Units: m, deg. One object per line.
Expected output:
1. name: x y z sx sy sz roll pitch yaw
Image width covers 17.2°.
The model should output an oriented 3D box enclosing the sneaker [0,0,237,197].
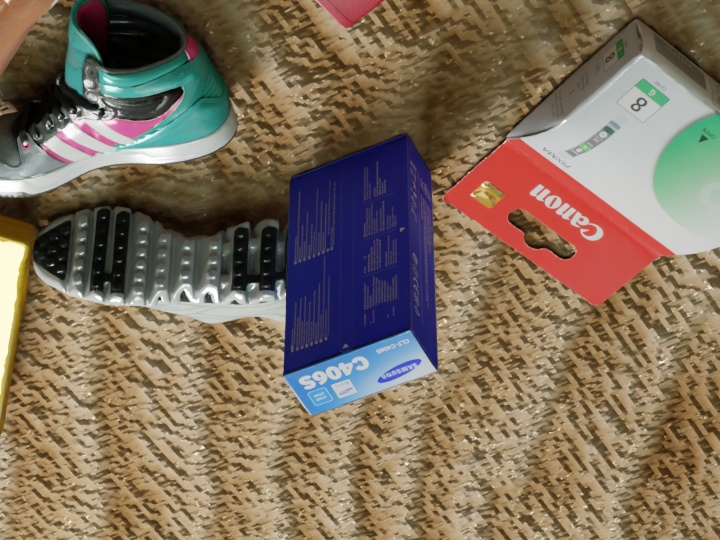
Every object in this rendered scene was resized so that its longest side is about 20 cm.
1. sneaker: -0.188 -0.120 1.568 0.198 0.084 0.121 -12 134 1

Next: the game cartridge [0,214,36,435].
1. game cartridge: -0.330 0.025 1.714 0.175 0.033 0.201 16 127 0

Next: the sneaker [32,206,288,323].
1. sneaker: -0.133 0.005 1.685 0.198 0.076 0.081 6 156 5

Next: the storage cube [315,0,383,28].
1. storage cube: 0.003 -0.284 1.360 0.179 0.201 0.171 -36 121 20

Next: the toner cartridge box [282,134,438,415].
1. toner cartridge box: 0.000 0.000 1.591 0.094 0.201 0.043 -21 128 18

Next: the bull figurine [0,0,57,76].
1. bull figurine: -0.244 -0.188 1.528 0.121 0.065 0.200 28 123 -16

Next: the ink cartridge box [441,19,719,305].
1. ink cartridge box: 0.179 -0.058 1.641 0.160 0.050 0.200 34 121 -24
